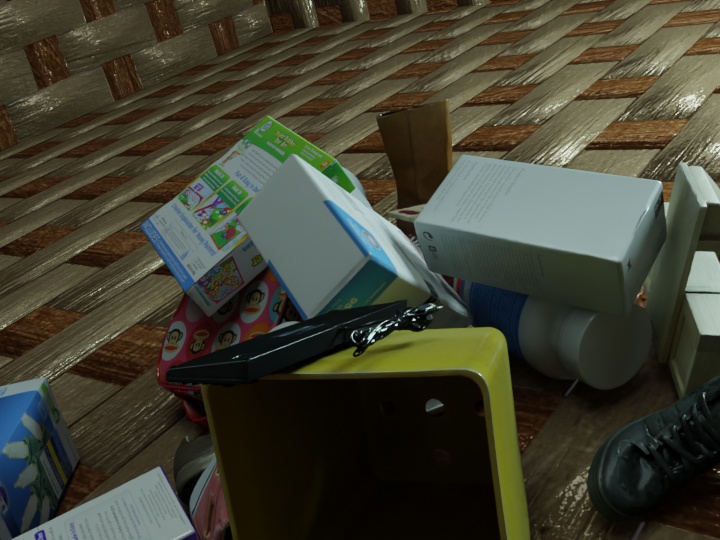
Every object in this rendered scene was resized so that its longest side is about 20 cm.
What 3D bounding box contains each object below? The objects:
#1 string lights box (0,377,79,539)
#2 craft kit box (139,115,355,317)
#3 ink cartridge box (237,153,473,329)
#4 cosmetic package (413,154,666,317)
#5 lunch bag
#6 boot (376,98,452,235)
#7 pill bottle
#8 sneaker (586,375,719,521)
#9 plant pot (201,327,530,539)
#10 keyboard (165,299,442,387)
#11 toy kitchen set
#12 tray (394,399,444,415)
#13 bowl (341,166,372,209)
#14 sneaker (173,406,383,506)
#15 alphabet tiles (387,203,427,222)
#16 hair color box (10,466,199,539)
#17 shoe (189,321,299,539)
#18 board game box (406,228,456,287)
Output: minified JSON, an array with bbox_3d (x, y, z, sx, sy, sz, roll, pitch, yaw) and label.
[{"bbox_3d":[-0.328,0.198,0.806,0.058,0.104,0.201,-12,24,4],"label":"string lights box"},{"bbox_3d":[-0.127,-0.067,0.933,0.197,0.049,0.200,-44,34,-4],"label":"craft kit box"},{"bbox_3d":[0.000,0.000,0.819,0.084,0.199,0.145,-45,53,11],"label":"ink cartridge box"},{"bbox_3d":[0.158,-0.036,0.781,0.198,0.075,0.102,16,55,35],"label":"cosmetic package"},{"bbox_3d":[-0.126,0.077,0.905,0.198,0.082,0.178,-1,64,46],"label":"lunch bag"},{"bbox_3d":[0.120,-0.113,1.096,0.186,0.203,0.068,1,18,36],"label":"boot"},{"bbox_3d":[0.181,0.037,0.845,0.111,0.114,0.200,-22,24,-15],"label":"pill bottle"},{"bbox_3d":[0.260,0.111,0.645,0.198,0.060,0.104,-25,-15,-28],"label":"sneaker"},{"bbox_3d":[0.029,0.136,0.640,0.197,0.203,0.176,-4,14,23],"label":"plant pot"},{"bbox_3d":[-0.023,0.046,0.590,0.126,0.021,0.199,-10,4,32],"label":"keyboard"},{"bbox_3d":[0.356,-0.009,0.766,0.178,0.165,0.201,1,36,4],"label":"toy kitchen set"},{"bbox_3d":[0.068,0.093,0.902,0.106,0.022,0.200,-19,24,-6],"label":"tray"},{"bbox_3d":[-0.048,-0.016,1.030,0.199,0.203,0.090,-26,43,-25],"label":"bowl"},{"bbox_3d":[-0.079,0.144,0.804,0.197,0.071,0.076,-20,36,-7],"label":"sneaker"},{"bbox_3d":[0.156,-0.054,0.935,0.166,0.008,0.199,-14,23,-42],"label":"alphabet tiles"},{"bbox_3d":[-0.226,0.247,0.690,0.198,0.066,0.109,-22,25,-20],"label":"hair color box"},{"bbox_3d":[-0.072,0.147,0.698,0.071,0.202,0.091,20,12,-30],"label":"shoe"},{"bbox_3d":[0.058,0.006,1.010,0.103,0.019,0.200,-44,16,-2],"label":"board game box"}]
